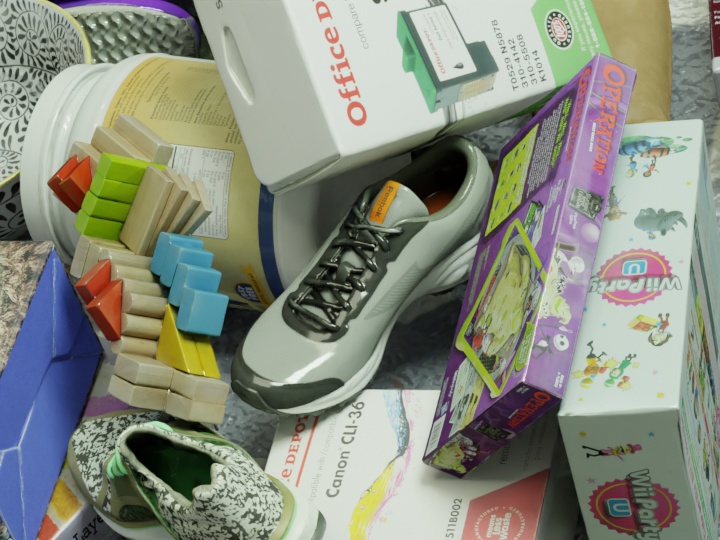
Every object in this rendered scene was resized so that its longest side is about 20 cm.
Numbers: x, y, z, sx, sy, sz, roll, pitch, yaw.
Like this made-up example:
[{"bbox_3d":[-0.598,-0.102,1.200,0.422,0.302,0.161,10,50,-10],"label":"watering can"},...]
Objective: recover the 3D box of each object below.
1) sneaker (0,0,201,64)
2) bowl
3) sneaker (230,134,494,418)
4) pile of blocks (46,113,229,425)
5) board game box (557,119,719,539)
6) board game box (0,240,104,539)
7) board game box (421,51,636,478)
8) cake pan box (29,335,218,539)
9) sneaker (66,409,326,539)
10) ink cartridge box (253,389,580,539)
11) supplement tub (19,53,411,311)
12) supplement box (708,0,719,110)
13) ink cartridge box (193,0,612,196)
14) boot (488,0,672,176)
[{"bbox_3d":[-0.197,-0.168,1.844,0.199,0.070,0.100,-3,41,15],"label":"sneaker"},{"bbox_3d":[-0.250,-0.074,1.752,0.200,0.094,0.201,-10,44,10],"label":"bowl"},{"bbox_3d":[0.000,0.000,1.507,0.074,0.080,0.200,30,61,30],"label":"sneaker"},{"bbox_3d":[-0.123,-0.007,1.502,0.082,0.062,0.201,-48,50,32],"label":"pile of blocks"},{"bbox_3d":[0.152,0.044,1.452,0.064,0.148,0.201,-3,46,14],"label":"board game box"},{"bbox_3d":[-0.266,0.073,1.543,0.199,0.097,0.160,-1,47,19],"label":"board game box"},{"bbox_3d":[0.088,-0.002,1.435,0.032,0.120,0.201,21,60,-10],"label":"board game box"},{"bbox_3d":[-0.211,0.107,1.595,0.199,0.052,0.184,24,57,36],"label":"cake pan box"},{"bbox_3d":[-0.100,0.099,1.450,0.200,0.089,0.077,19,64,50],"label":"sneaker"},{"bbox_3d":[0.011,0.127,1.480,0.199,0.068,0.117,-1,47,19],"label":"ink cartridge box"},{"bbox_3d":[-0.085,-0.052,1.635,0.199,0.145,0.145,8,50,27],"label":"supplement tub"},{"bbox_3d":[0.239,-0.151,1.639,0.061,0.109,0.201,-8,46,11],"label":"supplement box"},{"bbox_3d":[0.022,-0.141,1.532,0.199,0.147,0.084,-21,-1,-34],"label":"ink cartridge box"},{"bbox_3d":[0.109,-0.094,1.668,0.174,0.066,0.201,-6,44,2],"label":"boot"}]
